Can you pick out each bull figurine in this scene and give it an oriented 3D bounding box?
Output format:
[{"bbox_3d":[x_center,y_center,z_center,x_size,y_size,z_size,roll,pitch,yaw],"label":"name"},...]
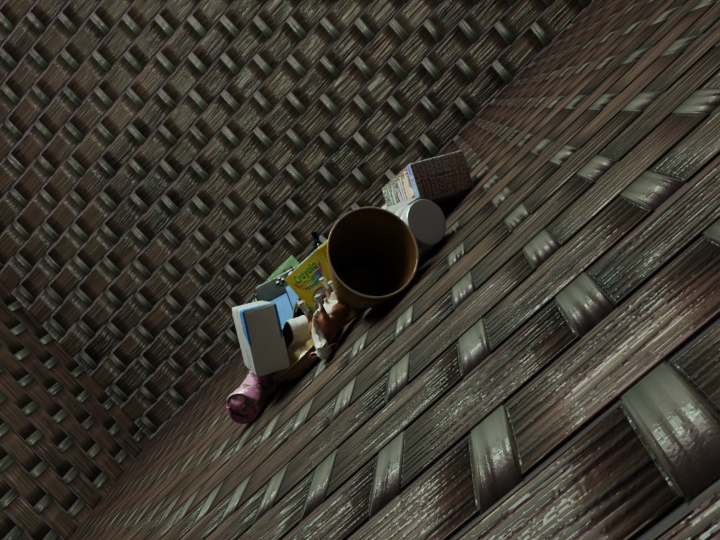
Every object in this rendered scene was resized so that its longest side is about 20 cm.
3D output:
[{"bbox_3d":[-0.075,0.100,1.532,0.063,0.124,0.201,-12,20,22],"label":"bull figurine"}]

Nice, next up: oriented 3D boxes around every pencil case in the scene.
[{"bbox_3d":[-0.251,0.282,1.700,0.087,0.082,0.200,-50,4,22],"label":"pencil case"}]

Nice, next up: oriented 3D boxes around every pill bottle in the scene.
[{"bbox_3d":[0.096,-0.071,1.547,0.114,0.114,0.199,-46,6,-29],"label":"pill bottle"}]

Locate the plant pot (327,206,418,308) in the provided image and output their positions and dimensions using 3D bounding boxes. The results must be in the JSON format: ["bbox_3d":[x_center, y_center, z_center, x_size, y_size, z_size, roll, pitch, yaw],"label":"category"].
[{"bbox_3d":[0.010,0.002,1.467,0.187,0.186,0.201,-46,-9,-23],"label":"plant pot"}]

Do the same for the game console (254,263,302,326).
[{"bbox_3d":[-0.172,0.094,1.840,0.173,0.204,0.031,-24,-27,0],"label":"game console"}]

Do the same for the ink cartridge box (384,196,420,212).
[{"bbox_3d":[0.045,-0.110,1.752,0.174,0.046,0.199,-33,9,-22],"label":"ink cartridge box"}]

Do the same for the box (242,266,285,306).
[{"bbox_3d":[-0.205,0.116,1.941,0.050,0.198,0.200,-44,4,39],"label":"box"}]

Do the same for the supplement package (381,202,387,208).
[{"bbox_3d":[0.143,-0.183,2.029,0.200,0.110,0.114,-44,5,6],"label":"supplement package"}]

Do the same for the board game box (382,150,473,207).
[{"bbox_3d":[0.168,-0.212,1.827,0.156,0.100,0.200,-17,-5,-22],"label":"board game box"}]

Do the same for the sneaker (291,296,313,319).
[{"bbox_3d":[-0.127,0.086,1.776,0.076,0.068,0.205,59,-138,-63],"label":"sneaker"}]

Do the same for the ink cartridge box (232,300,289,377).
[{"bbox_3d":[-0.232,0.151,1.643,0.082,0.151,0.199,-14,4,-16],"label":"ink cartridge box"}]

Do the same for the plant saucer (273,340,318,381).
[{"bbox_3d":[-0.119,0.188,1.644,0.200,0.035,0.200,-45,5,5],"label":"plant saucer"}]

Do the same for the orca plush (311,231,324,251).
[{"bbox_3d":[-0.081,-0.012,1.916,0.071,0.203,0.104,-36,8,-36],"label":"orca plush"}]

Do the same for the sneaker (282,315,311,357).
[{"bbox_3d":[-0.145,0.153,1.662,0.083,0.075,0.200,-18,-9,-24],"label":"sneaker"}]

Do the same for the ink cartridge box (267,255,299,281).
[{"bbox_3d":[-0.144,0.056,1.929,0.104,0.200,0.059,-45,1,-22],"label":"ink cartridge box"}]

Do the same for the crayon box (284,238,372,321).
[{"bbox_3d":[-0.071,0.038,1.673,0.058,0.173,0.199,-46,6,-36],"label":"crayon box"}]
